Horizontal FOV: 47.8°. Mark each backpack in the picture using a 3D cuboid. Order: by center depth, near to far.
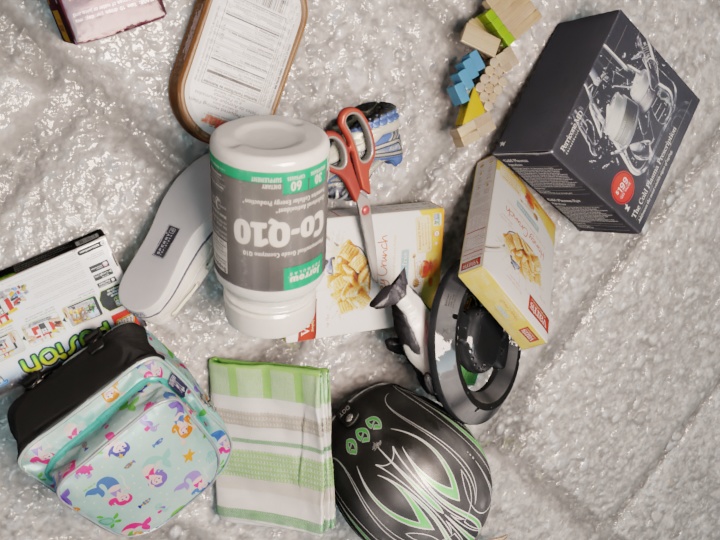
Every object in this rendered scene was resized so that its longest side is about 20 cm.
[{"bbox_3d":[-0.229,0.176,0.830,0.177,0.151,0.200,-38,137,-10],"label":"backpack"}]

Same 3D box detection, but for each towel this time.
[{"bbox_3d":[-0.104,0.201,0.922,0.149,0.031,0.200,2,105,15],"label":"towel"}]

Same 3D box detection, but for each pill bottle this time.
[{"bbox_3d":[-0.088,-0.041,0.798,0.113,0.113,0.200,-12,126,-23],"label":"pill bottle"}]

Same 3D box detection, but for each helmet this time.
[{"bbox_3d":[0.060,0.247,0.964,0.200,0.191,0.200,-28,140,-27],"label":"helmet"}]

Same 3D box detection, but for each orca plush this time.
[{"bbox_3d":[0.054,0.089,0.942,0.200,0.071,0.105,48,41,-45],"label":"orca plush"}]

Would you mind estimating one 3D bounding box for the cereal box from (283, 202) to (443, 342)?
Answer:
[{"bbox_3d":[0.000,0.000,0.948,0.200,0.040,0.144,-8,111,-25],"label":"cereal box"}]

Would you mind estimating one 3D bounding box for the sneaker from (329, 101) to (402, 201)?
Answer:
[{"bbox_3d":[-0.032,-0.106,0.894,0.200,0.077,0.085,-30,120,-15],"label":"sneaker"}]

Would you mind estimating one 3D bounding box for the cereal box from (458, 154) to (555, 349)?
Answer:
[{"bbox_3d":[0.181,-0.026,0.972,0.144,0.039,0.200,45,40,-30],"label":"cereal box"}]

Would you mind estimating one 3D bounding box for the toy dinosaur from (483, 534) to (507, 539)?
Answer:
[{"bbox_3d":[0.125,0.443,1.131,0.200,0.086,0.136,-38,130,-30],"label":"toy dinosaur"}]

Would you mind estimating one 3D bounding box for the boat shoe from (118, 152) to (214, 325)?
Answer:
[{"bbox_3d":[-0.174,-0.033,0.849,0.200,0.072,0.066,-65,159,-16],"label":"boat shoe"}]

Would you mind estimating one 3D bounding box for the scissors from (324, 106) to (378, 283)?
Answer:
[{"bbox_3d":[0.007,-0.080,0.882,0.073,0.014,0.200,-41,125,-22],"label":"scissors"}]

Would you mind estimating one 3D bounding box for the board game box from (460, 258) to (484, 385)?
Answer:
[{"bbox_3d":[0.143,0.051,1.035,0.105,0.023,0.200,11,100,-52],"label":"board game box"}]

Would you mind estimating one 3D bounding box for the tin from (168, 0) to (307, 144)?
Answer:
[{"bbox_3d":[-0.125,-0.225,0.834,0.112,0.042,0.200,17,97,-25],"label":"tin"}]

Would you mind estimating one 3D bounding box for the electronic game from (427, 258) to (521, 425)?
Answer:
[{"bbox_3d":[0.138,0.082,0.965,0.200,0.042,0.200,1,89,-53],"label":"electronic game"}]

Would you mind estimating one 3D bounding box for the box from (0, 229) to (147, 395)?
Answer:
[{"bbox_3d":[-0.330,0.049,0.813,0.200,0.035,0.110,-26,115,-18],"label":"box"}]

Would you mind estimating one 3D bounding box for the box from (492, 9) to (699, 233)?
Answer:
[{"bbox_3d":[0.292,-0.175,0.995,0.182,0.104,0.200,33,78,-29],"label":"box"}]

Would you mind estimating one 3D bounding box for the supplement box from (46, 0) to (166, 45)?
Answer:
[{"bbox_3d":[-0.251,-0.306,0.704,0.086,0.110,0.200,-24,114,-18],"label":"supplement box"}]

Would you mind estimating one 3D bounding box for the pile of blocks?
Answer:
[{"bbox_3d":[0.136,-0.239,0.949,0.082,0.062,0.200,24,86,-18],"label":"pile of blocks"}]
